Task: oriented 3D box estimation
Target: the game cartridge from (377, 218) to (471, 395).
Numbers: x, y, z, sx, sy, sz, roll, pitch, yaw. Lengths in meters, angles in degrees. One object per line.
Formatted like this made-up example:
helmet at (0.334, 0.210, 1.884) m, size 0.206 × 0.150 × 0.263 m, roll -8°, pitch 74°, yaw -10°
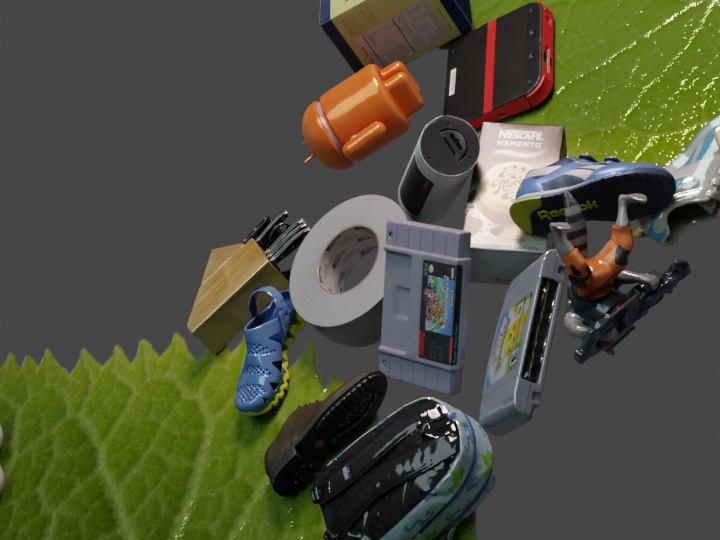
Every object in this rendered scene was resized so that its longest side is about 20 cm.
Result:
game cartridge at (0.079, 0.044, 1.599) m, size 0.129 × 0.038 × 0.203 m, roll 13°, pitch 103°, yaw 48°

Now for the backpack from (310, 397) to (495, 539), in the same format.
backpack at (0.058, 0.238, 1.472) m, size 0.201 × 0.153 × 0.164 m, roll -55°, pitch 34°, yaw 21°

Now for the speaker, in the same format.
speaker at (0.101, -0.130, 1.688) m, size 0.080 × 0.200 × 0.082 m, roll 2°, pitch 75°, yaw -6°

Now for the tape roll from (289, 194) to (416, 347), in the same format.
tape roll at (0.000, 0.000, 1.749) m, size 0.199 × 0.066 × 0.202 m, roll -22°, pitch 50°, yaw 28°

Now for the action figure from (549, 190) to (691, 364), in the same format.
action figure at (0.282, 0.004, 1.458) m, size 0.199 × 0.196 × 0.104 m, roll -28°, pitch 37°, yaw -33°

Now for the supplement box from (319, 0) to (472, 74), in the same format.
supplement box at (0.053, -0.434, 2.019) m, size 0.198 × 0.135 × 0.201 m, roll -25°, pitch 38°, yaw 21°

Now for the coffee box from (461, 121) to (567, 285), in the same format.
coffee box at (0.196, -0.086, 1.639) m, size 0.111 × 0.080 × 0.202 m, roll 3°, pitch 57°, yaw 15°

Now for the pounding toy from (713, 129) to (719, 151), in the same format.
pounding toy at (0.487, -0.135, 1.376) m, size 0.183 × 0.200 × 0.143 m, roll -26°, pitch 43°, yaw 18°

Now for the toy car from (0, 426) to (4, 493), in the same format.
toy car at (-0.649, 0.298, 1.972) m, size 0.174 × 0.150 × 0.201 m, roll -32°, pitch 42°, yaw 13°

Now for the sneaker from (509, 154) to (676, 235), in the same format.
sneaker at (0.274, -0.102, 1.524) m, size 0.198 × 0.074 × 0.083 m, roll -6°, pitch 41°, yaw 25°

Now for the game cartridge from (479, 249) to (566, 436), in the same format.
game cartridge at (0.187, 0.087, 1.499) m, size 0.134 × 0.040 × 0.202 m, roll 119°, pitch 167°, yaw -68°

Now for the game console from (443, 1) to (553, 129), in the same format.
game console at (0.201, -0.295, 1.880) m, size 0.175 × 0.031 × 0.202 m, roll -22°, pitch 44°, yaw 32°

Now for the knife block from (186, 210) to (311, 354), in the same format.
knife block at (-0.147, 0.013, 1.870) m, size 0.174 × 0.064 × 0.202 m, roll -9°, pitch 51°, yaw 34°

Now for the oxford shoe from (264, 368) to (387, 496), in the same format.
oxford shoe at (-0.051, 0.188, 1.640) m, size 0.200 × 0.073 × 0.085 m, roll -42°, pitch 39°, yaw 2°

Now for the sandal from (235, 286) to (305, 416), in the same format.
sandal at (-0.135, 0.103, 1.770) m, size 0.079 × 0.087 × 0.202 m, roll -7°, pitch 54°, yaw 32°

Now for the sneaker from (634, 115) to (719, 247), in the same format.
sneaker at (0.413, -0.109, 1.520) m, size 0.200 × 0.076 × 0.081 m, roll -43°, pitch 46°, yaw 11°

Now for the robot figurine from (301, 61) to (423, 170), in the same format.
robot figurine at (-0.004, -0.228, 1.920) m, size 0.199 × 0.116 × 0.145 m, roll -31°, pitch 69°, yaw 12°
